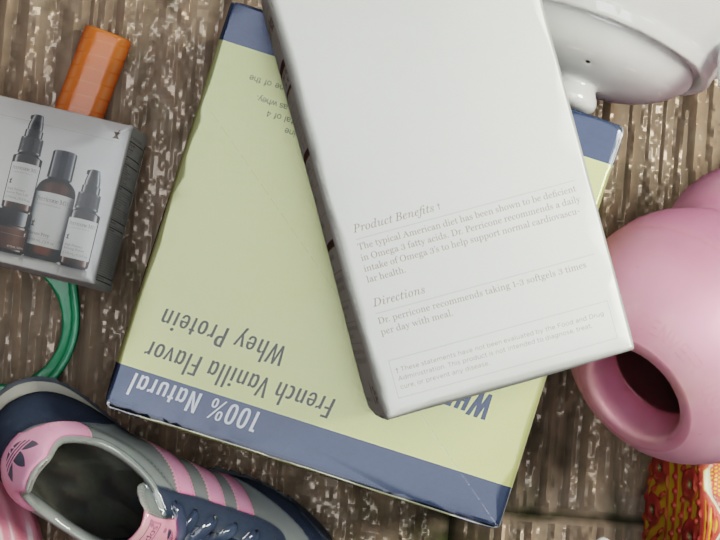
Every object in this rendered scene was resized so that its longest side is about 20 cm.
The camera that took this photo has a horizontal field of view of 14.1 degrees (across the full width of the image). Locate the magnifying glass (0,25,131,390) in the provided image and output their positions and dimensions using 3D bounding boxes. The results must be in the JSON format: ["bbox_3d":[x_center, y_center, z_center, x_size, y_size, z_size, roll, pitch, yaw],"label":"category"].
[{"bbox_3d":[-0.162,-0.027,1.477,0.079,0.022,0.201,20,90,-1],"label":"magnifying glass"}]

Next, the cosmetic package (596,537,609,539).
[{"bbox_3d":[0.066,0.225,1.307,0.200,0.074,0.102,-36,51,3],"label":"cosmetic package"}]

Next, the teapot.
[{"bbox_3d":[0.128,-0.144,1.400,0.197,0.200,0.147,22,79,-15],"label":"teapot"}]

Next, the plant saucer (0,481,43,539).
[{"bbox_3d":[-0.254,0.153,1.419,0.199,0.051,0.202,-3,69,7],"label":"plant saucer"}]

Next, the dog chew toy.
[{"bbox_3d":[0.190,0.006,1.425,0.125,0.124,0.200,50,54,0],"label":"dog chew toy"}]

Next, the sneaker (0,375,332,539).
[{"bbox_3d":[-0.095,0.126,1.422,0.199,0.082,0.070,27,103,-20],"label":"sneaker"}]

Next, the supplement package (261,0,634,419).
[{"bbox_3d":[0.035,-0.045,1.299,0.116,0.117,0.201,-15,89,-2],"label":"supplement package"}]

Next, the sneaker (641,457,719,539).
[{"bbox_3d":[0.193,0.165,1.468,0.077,0.073,0.201,-15,94,-21],"label":"sneaker"}]

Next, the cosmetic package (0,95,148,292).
[{"bbox_3d":[-0.213,-0.053,1.446,0.199,0.051,0.083,13,85,7],"label":"cosmetic package"}]

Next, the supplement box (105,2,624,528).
[{"bbox_3d":[0.000,0.000,1.423,0.199,0.134,0.201,17,88,-1],"label":"supplement box"}]
